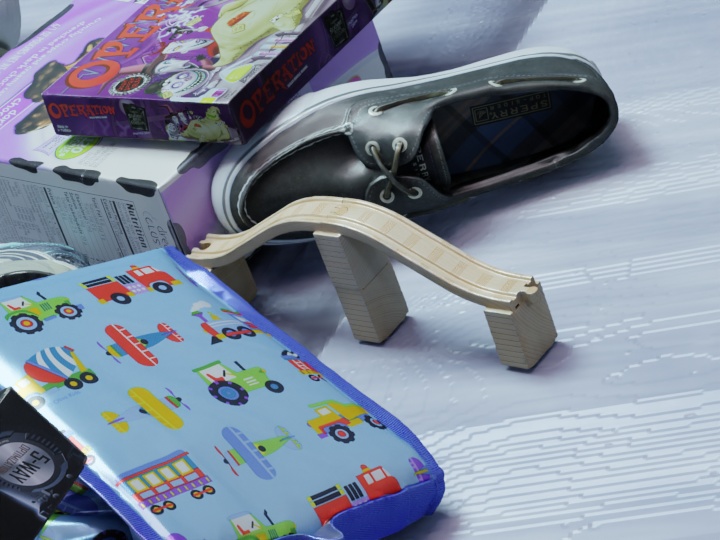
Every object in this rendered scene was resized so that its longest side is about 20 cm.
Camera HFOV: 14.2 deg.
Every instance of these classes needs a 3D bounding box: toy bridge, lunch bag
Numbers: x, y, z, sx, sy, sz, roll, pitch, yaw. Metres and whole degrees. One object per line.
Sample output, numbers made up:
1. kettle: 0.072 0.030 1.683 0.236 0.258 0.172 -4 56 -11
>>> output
1. toy bridge: 0.000 0.000 1.311 0.200 0.067 0.027 7 40 39
2. lunch bag: -0.074 0.075 1.193 0.150 0.094 0.200 -16 31 -42

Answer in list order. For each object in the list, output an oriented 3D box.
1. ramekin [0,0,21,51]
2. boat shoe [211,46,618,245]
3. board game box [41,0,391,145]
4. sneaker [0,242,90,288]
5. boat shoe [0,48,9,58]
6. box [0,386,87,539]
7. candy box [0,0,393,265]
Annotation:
1. ramekin: -0.282 -0.145 1.595 0.200 0.105 0.200 -18 -11 -4
2. boat shoe: 0.027 -0.059 1.374 0.200 0.069 0.057 -19 20 -8
3. board game box: -0.054 -0.127 1.443 0.120 0.032 0.200 0 34 38
4. sneaker: -0.219 0.032 1.404 0.200 0.078 0.086 -9 20 6
5. boat shoe: -0.268 -0.066 1.537 0.201 0.072 0.061 -15 -16 -32
6. box: -0.204 0.143 1.080 0.160 0.044 0.200 -23 28 53
7. candy box: -0.107 -0.072 1.481 0.200 0.072 0.168 11 42 41
